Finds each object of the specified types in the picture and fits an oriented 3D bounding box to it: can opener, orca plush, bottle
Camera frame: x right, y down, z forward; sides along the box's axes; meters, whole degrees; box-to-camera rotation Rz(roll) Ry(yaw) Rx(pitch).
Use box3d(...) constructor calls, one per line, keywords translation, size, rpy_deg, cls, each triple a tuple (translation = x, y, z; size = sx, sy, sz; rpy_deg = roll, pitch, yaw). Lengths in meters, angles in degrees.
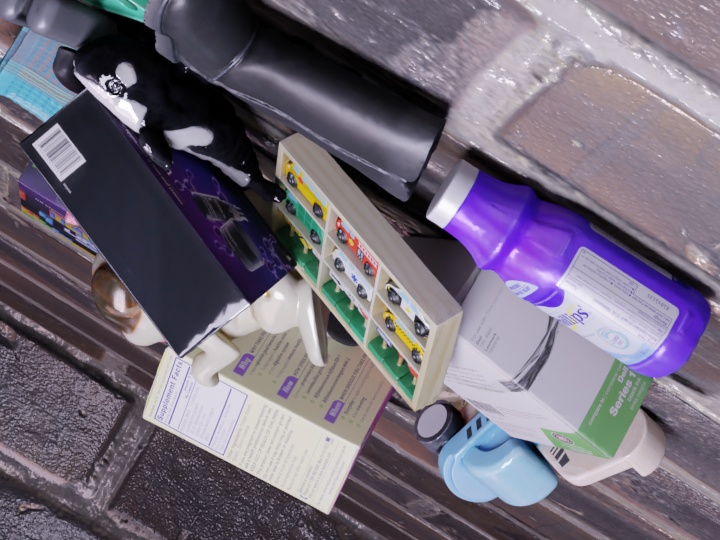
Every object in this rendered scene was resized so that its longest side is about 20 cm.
box3d(translation=(-0.215, -0.166, 1.296), size=(0.053, 0.067, 0.200), rpy_deg=(24, -175, 13), cls="can opener")
box3d(translation=(-0.119, -0.121, 1.298), size=(0.071, 0.106, 0.200), rpy_deg=(-33, 120, 25), cls="orca plush")
box3d(translation=(0.139, -0.003, 1.181), size=(0.199, 0.066, 0.084), rpy_deg=(32, 167, -6), cls="bottle")

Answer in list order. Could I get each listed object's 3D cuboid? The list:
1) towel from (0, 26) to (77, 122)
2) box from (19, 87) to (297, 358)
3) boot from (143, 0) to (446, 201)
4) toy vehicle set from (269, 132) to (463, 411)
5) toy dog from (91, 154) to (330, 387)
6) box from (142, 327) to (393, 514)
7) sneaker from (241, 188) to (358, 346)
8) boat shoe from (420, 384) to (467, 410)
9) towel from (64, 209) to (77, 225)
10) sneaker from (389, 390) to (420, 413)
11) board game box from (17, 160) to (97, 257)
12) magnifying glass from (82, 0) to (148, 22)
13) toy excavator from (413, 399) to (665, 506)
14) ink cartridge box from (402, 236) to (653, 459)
box3d(translation=(-0.214, -0.135, 1.474), size=(0.199, 0.022, 0.147), rpy_deg=(35, 147, -11), cls="towel")
box3d(translation=(-0.151, -0.049, 1.340), size=(0.201, 0.079, 0.141), rpy_deg=(53, -164, -3), cls="box")
box3d(translation=(-0.038, -0.125, 1.121), size=(0.199, 0.066, 0.165), rpy_deg=(34, 175, 2), cls="boot")
box3d(translation=(0.000, 0.000, 1.337), size=(0.200, 0.026, 0.125), rpy_deg=(50, 154, 24), cls="toy vehicle set")
box3d(translation=(-0.133, 0.007, 1.489), size=(0.198, 0.140, 0.195), rpy_deg=(-9, 125, 9), cls="toy dog")
box3d(translation=(-0.074, 0.102, 1.641), size=(0.199, 0.176, 0.097), rpy_deg=(27, 128, 3), cls="box")
box3d(translation=(-0.076, -0.007, 1.630), size=(0.201, 0.067, 0.108), rpy_deg=(41, 164, -24), cls="sneaker")
box3d(translation=(0.103, 0.151, 1.786), size=(0.062, 0.074, 0.200), rpy_deg=(28, 166, 21), cls="boat shoe")
box3d(translation=(-0.224, -0.089, 1.597), size=(0.146, 0.030, 0.201), rpy_deg=(25, 145, 22), cls="towel")
box3d(translation=(-0.013, 0.117, 1.877), size=(0.199, 0.091, 0.066), rpy_deg=(31, 167, 1), cls="sneaker")
box3d(translation=(-0.283, -0.051, 1.934), size=(0.199, 0.057, 0.165), rpy_deg=(31, 168, -2), cls="board game box")
box3d(translation=(-0.159, -0.192, 1.245), size=(0.199, 0.023, 0.080), rpy_deg=(27, 166, 11), cls="magnifying glass")
box3d(translation=(0.169, 0.164, 1.601), size=(0.100, 0.194, 0.200), rpy_deg=(41, -169, -36), cls="toy excavator")
box3d(translation=(0.116, 0.061, 1.414), size=(0.200, 0.085, 0.146), rpy_deg=(39, 164, -26), cls="ink cartridge box")
